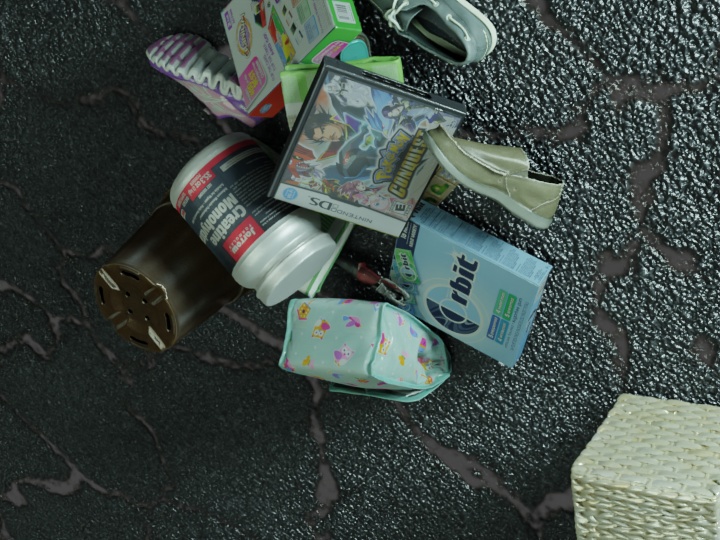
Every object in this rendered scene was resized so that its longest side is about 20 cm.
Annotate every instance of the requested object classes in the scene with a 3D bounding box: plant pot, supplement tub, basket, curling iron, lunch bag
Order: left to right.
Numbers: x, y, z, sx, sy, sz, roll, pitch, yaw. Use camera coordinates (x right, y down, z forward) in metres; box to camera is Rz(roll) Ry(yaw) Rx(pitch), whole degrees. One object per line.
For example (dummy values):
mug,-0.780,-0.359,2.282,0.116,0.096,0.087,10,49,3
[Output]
plant pot,-0.268,0.004,1.740,0.199,0.198,0.201,19,131,23
supplement tub,-0.141,-0.068,1.570,0.200,0.140,0.140,49,137,10
curling iron,0.000,0.000,1.622,0.050,0.026,0.200,38,178,-41
lunch bag,0.013,0.112,1.647,0.169,0.123,0.200,3,167,35
basket,0.381,0.273,1.477,0.199,0.198,0.162,5,120,34

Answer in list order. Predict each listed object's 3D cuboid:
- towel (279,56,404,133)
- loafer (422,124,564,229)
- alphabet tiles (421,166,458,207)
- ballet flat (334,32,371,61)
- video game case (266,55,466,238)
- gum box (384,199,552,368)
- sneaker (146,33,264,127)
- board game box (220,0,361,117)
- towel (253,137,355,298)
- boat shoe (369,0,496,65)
towel,-0.013,-0.167,1.444,0.148,0.031,0.201,-6,131,3
loafer,0.159,-0.123,1.401,0.199,0.075,0.070,28,108,-27
alphabet tiles,0.013,-0.124,1.519,0.199,0.008,0.167,25,139,-17
ballet flat,-0.009,-0.223,1.485,0.064,0.067,0.201,50,159,43
video game case,0.004,-0.142,1.429,0.180,0.026,0.201,17,128,-15
gum box,0.136,0.018,1.557,0.199,0.045,0.171,29,141,16
sneaker,-0.199,-0.248,1.591,0.199,0.081,0.089,24,141,18
board game box,-0.089,-0.301,1.440,0.200,0.040,0.154,-35,65,46
towel,-0.112,-0.073,1.645,0.199,0.023,0.153,32,103,13
boat shoe,0.062,-0.302,1.369,0.199,0.062,0.073,36,136,8
